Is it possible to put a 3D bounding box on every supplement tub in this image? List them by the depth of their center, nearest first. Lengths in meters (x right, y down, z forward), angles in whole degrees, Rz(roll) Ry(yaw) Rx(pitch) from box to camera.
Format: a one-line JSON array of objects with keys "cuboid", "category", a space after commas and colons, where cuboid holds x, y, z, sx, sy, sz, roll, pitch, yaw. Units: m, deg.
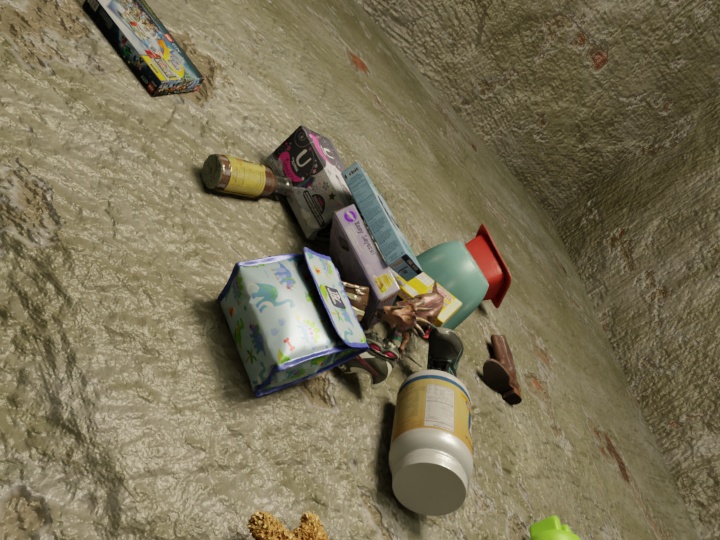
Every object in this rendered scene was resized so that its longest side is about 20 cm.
[{"cuboid": [0.122, 0.291, 0.922, 0.144, 0.144, 0.202, 43, 30, -16], "category": "supplement tub"}]

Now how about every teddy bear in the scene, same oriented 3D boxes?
[{"cuboid": [-0.095, 0.347, 0.605, 0.197, 0.066, 0.149, 26, 40, -40], "category": "teddy bear"}]

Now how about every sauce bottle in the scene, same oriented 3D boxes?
[{"cuboid": [-0.207, -0.171, 1.012, 0.197, 0.064, 0.066, 2, 55, -58], "category": "sauce bottle"}]

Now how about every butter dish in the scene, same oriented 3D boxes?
[{"cuboid": [0.338, 0.006, 1.589, 0.202, 0.143, 0.205, 90, -19, -62], "category": "butter dish"}]

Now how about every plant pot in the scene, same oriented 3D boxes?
[{"cuboid": [0.212, 0.029, 1.288, 0.202, 0.159, 0.202, 51, 15, -19], "category": "plant pot"}]

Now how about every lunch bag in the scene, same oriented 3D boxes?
[{"cuboid": [-0.091, 0.069, 0.817, 0.195, 0.127, 0.175, -10, 66, -41], "category": "lunch bag"}]

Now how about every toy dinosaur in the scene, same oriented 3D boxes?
[{"cuboid": [0.109, 0.076, 0.998, 0.197, 0.136, 0.087, -32, 76, -32], "category": "toy dinosaur"}]

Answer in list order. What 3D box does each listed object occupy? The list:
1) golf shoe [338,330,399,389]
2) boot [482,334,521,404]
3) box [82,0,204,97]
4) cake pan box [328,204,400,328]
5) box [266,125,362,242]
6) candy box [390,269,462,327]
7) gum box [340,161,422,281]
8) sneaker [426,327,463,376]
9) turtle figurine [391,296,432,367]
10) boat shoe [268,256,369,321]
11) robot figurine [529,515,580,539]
[{"cuboid": [-0.029, 0.129, 0.937, 0.195, 0.091, 0.077, 28, 1, 3], "category": "golf shoe"}, {"cuboid": [0.374, 0.234, 1.462, 0.188, 0.063, 0.204, 52, 28, -32], "category": "boot"}, {"cuboid": [-0.404, -0.427, 1.014, 0.202, 0.037, 0.137, 52, 28, -4], "category": "box"}, {"cuboid": [0.000, 0.000, 1.044, 0.189, 0.051, 0.201, 63, -15, 17], "category": "cake pan box"}, {"cuboid": [-0.088, -0.180, 1.134, 0.205, 0.113, 0.131, 61, 22, 15], "category": "box"}, {"cuboid": [0.116, 0.035, 1.144, 0.198, 0.027, 0.101, 40, 35, 18], "category": "candy box"}, {"cuboid": [0.045, -0.089, 1.045, 0.205, 0.044, 0.170, 64, 10, 17], "category": "gum box"}, {"cuboid": [0.170, 0.201, 1.096, 0.081, 0.072, 0.205, -65, 154, -43], "category": "sneaker"}, {"cuboid": [0.102, 0.099, 1.162, 0.202, 0.101, 0.149, 51, 25, 10], "category": "turtle figurine"}, {"cuboid": [-0.074, 0.014, 0.941, 0.197, 0.077, 0.075, 27, 0, -8], "category": "boat shoe"}, {"cuboid": [0.384, 0.589, 1.028, 0.175, 0.114, 0.203, 42, 30, -24], "category": "robot figurine"}]
